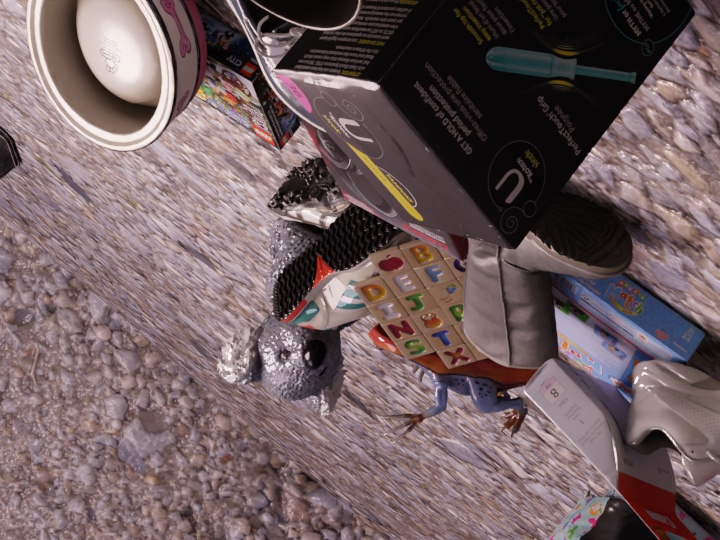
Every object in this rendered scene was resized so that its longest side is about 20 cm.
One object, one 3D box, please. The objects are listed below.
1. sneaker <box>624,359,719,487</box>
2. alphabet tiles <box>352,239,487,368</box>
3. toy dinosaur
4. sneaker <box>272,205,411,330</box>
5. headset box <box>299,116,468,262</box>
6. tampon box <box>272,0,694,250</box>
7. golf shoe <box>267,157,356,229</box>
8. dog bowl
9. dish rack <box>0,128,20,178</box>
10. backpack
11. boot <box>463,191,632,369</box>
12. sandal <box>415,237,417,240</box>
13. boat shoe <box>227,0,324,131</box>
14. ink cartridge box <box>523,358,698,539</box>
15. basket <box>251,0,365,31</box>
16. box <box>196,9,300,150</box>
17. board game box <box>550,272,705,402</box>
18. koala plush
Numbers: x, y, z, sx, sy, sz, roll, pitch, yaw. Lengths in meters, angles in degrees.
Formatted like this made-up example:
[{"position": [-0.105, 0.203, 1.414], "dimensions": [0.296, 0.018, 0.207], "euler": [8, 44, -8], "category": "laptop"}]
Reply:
[{"position": [0.319, 0.144, 1.518], "dimensions": [0.198, 0.100, 0.078], "euler": [7, 156, 31], "category": "sneaker"}, {"position": [0.093, 0.030, 1.756], "dimensions": [0.165, 0.006, 0.200], "euler": [-16, 138, 20], "category": "alphabet tiles"}, {"position": [0.102, 0.096, 1.884], "dimensions": [0.181, 0.199, 0.105], "euler": [43, -162, -33], "category": "toy dinosaur"}, {"position": [0.000, 0.001, 1.788], "dimensions": [0.093, 0.071, 0.199], "euler": [21, 137, -35], "category": "sneaker"}, {"position": [0.036, -0.104, 1.569], "dimensions": [0.148, 0.077, 0.201], "euler": [30, 162, 32], "category": "headset box"}, {"position": [0.077, -0.142, 1.098], "dimensions": [0.150, 0.201, 0.126], "euler": [47, 163, -30], "category": "tampon box"}, {"position": [-0.028, -0.064, 1.854], "dimensions": [0.094, 0.078, 0.200], "euler": [44, 166, -23], "category": "golf shoe"}, {"position": [-0.233, -0.223, 1.727], "dimensions": [0.199, 0.074, 0.202], "euler": [19, 124, 31], "category": "dog bowl"}, {"position": [-0.667, -0.241, 2.963], "dimensions": [0.199, 0.055, 0.154], "euler": [39, 165, 7], "category": "dish rack"}, {"position": [0.314, 0.335, 2.065], "dimensions": [0.177, 0.151, 0.200], "euler": [42, 159, -2], "category": "backpack"}, {"position": [0.157, 0.018, 1.535], "dimensions": [0.181, 0.072, 0.201], "euler": [30, 142, 32], "category": "boot"}, {"position": [0.086, -0.013, 1.766], "dimensions": [0.081, 0.055, 0.200], "euler": [27, 161, 39], "category": "sandal"}, {"position": [-0.058, -0.203, 1.455], "dimensions": [0.201, 0.074, 0.062], "euler": [61, 175, 3], "category": "boat shoe"}, {"position": [0.251, 0.173, 1.597], "dimensions": [0.200, 0.057, 0.162], "euler": [44, -171, 30], "category": "ink cartridge box"}, {"position": [0.004, -0.252, 0.943], "dimensions": [0.136, 0.201, 0.180], "euler": [39, 167, -5], "category": "basket"}, {"position": [-0.158, -0.215, 1.795], "dimensions": [0.199, 0.038, 0.137], "euler": [33, 164, 23], "category": "box"}, {"position": [0.234, 0.056, 1.645], "dimensions": [0.151, 0.037, 0.200], "euler": [36, 164, 11], "category": "board game box"}, {"position": [-0.055, 0.054, 1.948], "dimensions": [0.176, 0.202, 0.184], "euler": [17, -172, -23], "category": "koala plush"}]
